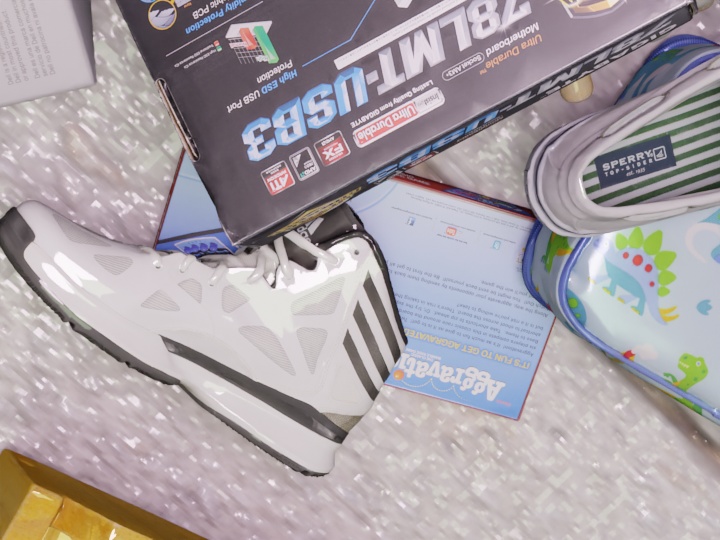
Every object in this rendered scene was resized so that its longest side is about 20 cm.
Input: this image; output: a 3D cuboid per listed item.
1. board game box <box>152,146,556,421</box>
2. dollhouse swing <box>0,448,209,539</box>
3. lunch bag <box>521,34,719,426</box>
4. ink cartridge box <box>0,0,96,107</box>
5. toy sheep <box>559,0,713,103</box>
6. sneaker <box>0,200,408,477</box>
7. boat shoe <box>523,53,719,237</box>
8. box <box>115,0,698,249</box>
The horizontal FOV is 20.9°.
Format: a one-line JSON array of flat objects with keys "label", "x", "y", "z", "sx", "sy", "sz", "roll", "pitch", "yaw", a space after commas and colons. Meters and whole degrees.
[{"label": "board game box", "x": 0.000, "y": 0.000, "z": 0.945, "sx": 0.198, "sy": 0.019, "sz": 0.104, "roll": 16, "pitch": 106, "yaw": -11}, {"label": "dollhouse swing", "x": -0.115, "y": 0.210, "z": 0.938, "sx": 0.199, "sy": 0.182, "sz": 0.177, "roll": 27, "pitch": 85, "yaw": -15}, {"label": "lunch bag", "x": 0.192, "y": -0.007, "z": 0.921, "sx": 0.199, "sy": 0.082, "sz": 0.162, "roll": 30, "pitch": 94, "yaw": -15}, {"label": "ink cartridge box", "x": -0.225, "y": -0.134, "z": 0.823, "sx": 0.198, "sy": 0.085, "sz": 0.147, "roll": -13, "pitch": 126, "yaw": -1}, {"label": "toy sheep", "x": 0.100, "y": -0.153, "z": 0.842, "sx": 0.199, "sy": 0.138, "sz": 0.139, "roll": -25, "pitch": 112, "yaw": -16}, {"label": "sneaker", "x": -0.063, "y": -0.001, "z": 0.900, "sx": 0.200, "sy": 0.076, "sz": 0.116, "roll": 34, "pitch": 94, "yaw": -24}, {"label": "boat shoe", "x": 0.169, "y": -0.060, "z": 0.835, "sx": 0.199, "sy": 0.067, "sz": 0.074, "roll": -26, "pitch": 100, "yaw": -10}, {"label": "box", "x": -0.002, "y": -0.141, "z": 0.748, "sx": 0.199, "sy": 0.050, "sz": 0.200, "roll": -28, "pitch": 85, "yaw": 11}]
